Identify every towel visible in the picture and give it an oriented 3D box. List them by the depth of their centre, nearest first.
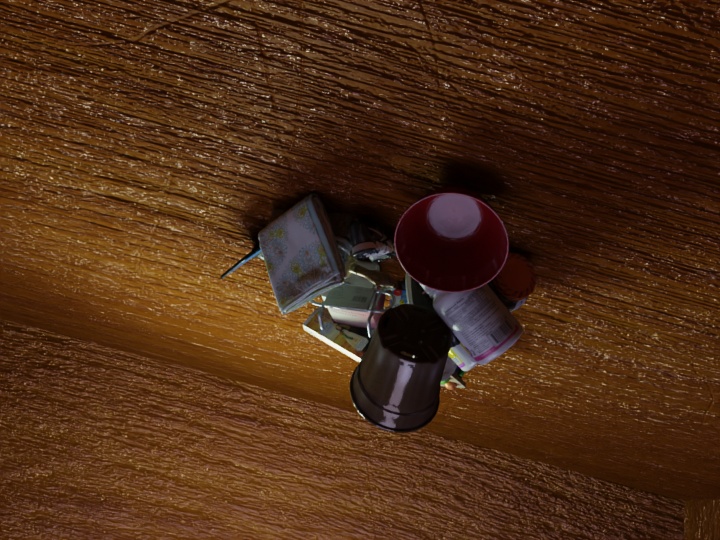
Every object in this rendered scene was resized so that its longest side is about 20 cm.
[{"bbox_3d":[-0.125,-0.032,1.218,0.170,0.202,0.048,-29,159,26],"label":"towel"}]

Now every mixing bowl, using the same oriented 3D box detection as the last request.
[{"bbox_3d":[0.164,-0.073,1.068,0.197,0.109,0.202,6,125,9],"label":"mixing bowl"}]

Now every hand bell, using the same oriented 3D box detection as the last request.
[{"bbox_3d":[0.000,0.000,1.306,0.198,0.105,0.104,21,164,34],"label":"hand bell"}]

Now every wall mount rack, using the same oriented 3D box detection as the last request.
[{"bbox_3d":[-0.007,0.063,1.307,0.197,0.175,0.075,6,132,20],"label":"wall mount rack"}]

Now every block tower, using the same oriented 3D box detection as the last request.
[{"bbox_3d":[-0.103,-0.093,1.294,0.197,0.058,0.054,7,156,21],"label":"block tower"}]

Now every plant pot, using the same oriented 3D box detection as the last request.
[{"bbox_3d":[0.091,0.190,1.213,0.197,0.202,0.200,14,133,0],"label":"plant pot"}]

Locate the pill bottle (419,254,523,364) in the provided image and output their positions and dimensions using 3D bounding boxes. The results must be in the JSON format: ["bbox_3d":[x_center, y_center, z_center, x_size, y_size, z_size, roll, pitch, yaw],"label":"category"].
[{"bbox_3d":[0.214,0.072,1.164,0.201,0.113,0.113,51,155,4],"label":"pill bottle"}]

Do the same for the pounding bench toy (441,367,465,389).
[{"bbox_3d":[0.272,0.263,1.735,0.198,0.158,0.124,-3,151,35],"label":"pounding bench toy"}]

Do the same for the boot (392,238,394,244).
[{"bbox_3d":[0.139,-0.034,1.267,0.153,0.074,0.201,17,146,-5],"label":"boot"}]

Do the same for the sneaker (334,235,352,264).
[{"bbox_3d":[-0.114,-0.029,1.268,0.198,0.083,0.075,-2,152,35],"label":"sneaker"}]

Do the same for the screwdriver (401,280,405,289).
[{"bbox_3d":[0.170,0.022,1.422,0.029,0.028,0.199,-7,175,-41],"label":"screwdriver"}]

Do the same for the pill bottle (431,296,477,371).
[{"bbox_3d":[0.212,0.129,1.391,0.200,0.104,0.104,47,155,4],"label":"pill bottle"}]

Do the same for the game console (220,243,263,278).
[{"bbox_3d":[-0.221,-0.018,1.453,0.174,0.118,0.199,25,155,-23],"label":"game console"}]

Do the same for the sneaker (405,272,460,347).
[{"bbox_3d":[0.166,0.085,1.311,0.098,0.203,0.071,-16,180,22],"label":"sneaker"}]

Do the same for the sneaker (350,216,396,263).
[{"bbox_3d":[0.029,-0.069,1.260,0.066,0.092,0.200,-18,171,20],"label":"sneaker"}]

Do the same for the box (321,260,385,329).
[{"bbox_3d":[-0.013,0.061,1.505,0.126,0.110,0.200,9,159,12],"label":"box"}]

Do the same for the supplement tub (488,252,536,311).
[{"bbox_3d":[0.280,0.040,1.276,0.121,0.124,0.200,20,157,-13],"label":"supplement tub"}]

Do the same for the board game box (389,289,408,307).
[{"bbox_3d":[0.188,0.116,1.556,0.193,0.057,0.200,8,162,17],"label":"board game box"}]

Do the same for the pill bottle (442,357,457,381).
[{"bbox_3d":[0.171,0.222,1.671,0.199,0.113,0.112,23,168,42],"label":"pill bottle"}]

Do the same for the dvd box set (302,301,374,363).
[{"bbox_3d":[-0.036,0.146,1.601,0.198,0.146,0.030,27,147,26],"label":"dvd box set"}]
